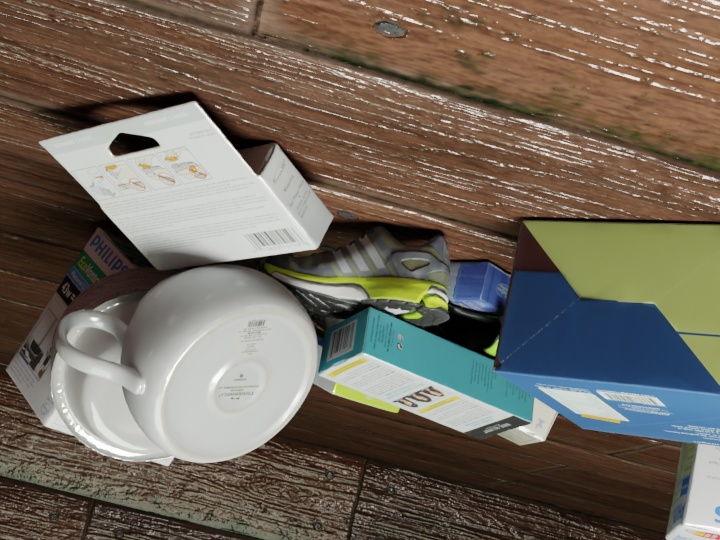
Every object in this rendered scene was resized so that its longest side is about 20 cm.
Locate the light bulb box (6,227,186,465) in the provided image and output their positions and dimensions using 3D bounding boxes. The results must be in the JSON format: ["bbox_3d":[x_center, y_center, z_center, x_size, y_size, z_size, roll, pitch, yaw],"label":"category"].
[{"bbox_3d":[-0.262,0.091,1.390,0.198,0.201,0.125,29,-173,-47],"label":"light bulb box"}]

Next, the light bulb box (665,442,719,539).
[{"bbox_3d":[0.394,0.182,1.218,0.124,0.202,0.198,10,166,13],"label":"light bulb box"}]

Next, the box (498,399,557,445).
[{"bbox_3d":[0.187,0.159,1.474,0.094,0.078,0.200,27,171,3],"label":"box"}]

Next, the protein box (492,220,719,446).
[{"bbox_3d":[0.251,0.058,1.009,0.197,0.136,0.200,3,162,34],"label":"protein box"}]

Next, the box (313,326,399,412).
[{"bbox_3d":[-0.036,0.102,1.350,0.199,0.048,0.122,25,-178,42],"label":"box"}]

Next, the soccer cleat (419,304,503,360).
[{"bbox_3d":[0.065,0.063,1.194,0.198,0.068,0.081,0,150,24],"label":"soccer cleat"}]

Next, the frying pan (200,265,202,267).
[{"bbox_3d":[-0.155,0.009,1.277,0.189,0.115,0.031,22,-156,-37],"label":"frying pan"}]

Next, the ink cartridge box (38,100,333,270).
[{"bbox_3d":[-0.149,-0.077,1.018,0.199,0.044,0.174,-7,135,38],"label":"ink cartridge box"}]

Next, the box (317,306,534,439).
[{"bbox_3d":[0.066,0.101,1.141,0.199,0.050,0.082,24,150,-26],"label":"box"}]

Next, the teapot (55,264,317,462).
[{"bbox_3d":[-0.149,0.070,1.111,0.146,0.197,0.200,40,168,42],"label":"teapot"}]

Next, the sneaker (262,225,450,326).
[{"bbox_3d":[0.000,0.000,1.128,0.198,0.082,0.074,7,158,26],"label":"sneaker"}]

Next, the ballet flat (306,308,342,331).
[{"bbox_3d":[0.016,0.070,1.370,0.199,0.068,0.076,28,-155,-27],"label":"ballet flat"}]

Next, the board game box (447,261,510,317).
[{"bbox_3d":[0.108,0.044,1.274,0.198,0.044,0.199,1,160,43],"label":"board game box"}]

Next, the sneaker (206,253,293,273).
[{"bbox_3d":[-0.122,-0.025,1.162,0.070,0.076,0.200,6,164,28],"label":"sneaker"}]

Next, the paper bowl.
[{"bbox_3d":[-0.217,0.106,1.233,0.199,0.202,0.104,19,-162,-21],"label":"paper bowl"}]
